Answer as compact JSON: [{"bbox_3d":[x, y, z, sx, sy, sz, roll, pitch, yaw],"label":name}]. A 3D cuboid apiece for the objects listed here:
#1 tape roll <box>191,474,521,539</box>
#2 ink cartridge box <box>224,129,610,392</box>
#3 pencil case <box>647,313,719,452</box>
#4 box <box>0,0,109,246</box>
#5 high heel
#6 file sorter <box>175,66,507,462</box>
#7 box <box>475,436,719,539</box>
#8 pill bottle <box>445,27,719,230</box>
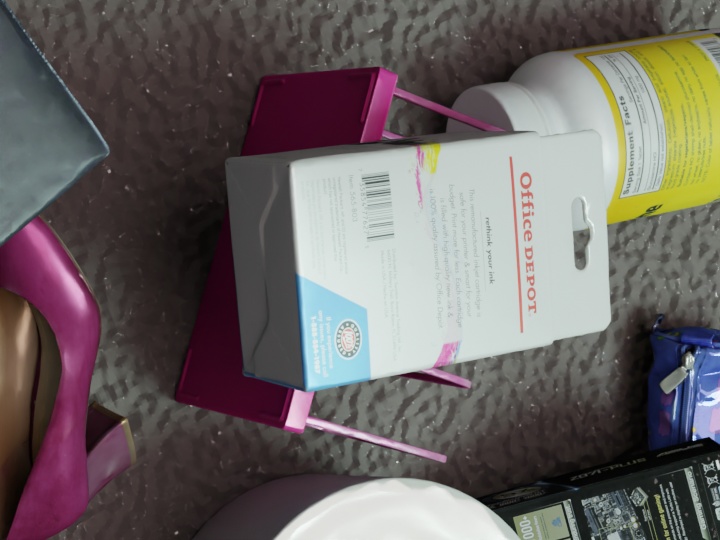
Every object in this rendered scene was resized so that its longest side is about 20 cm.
[{"bbox_3d":[-0.004,0.218,1.095,0.202,0.139,0.204,2,85,-21],"label":"tape roll"},{"bbox_3d":[0.034,-0.011,1.004,0.199,0.068,0.116,-9,99,-33],"label":"ink cartridge box"},{"bbox_3d":[0.220,0.133,1.269,0.087,0.078,0.201,12,86,-58],"label":"pencil case"},{"bbox_3d":[-0.258,-0.040,0.921,0.200,0.196,0.118,-44,113,-20],"label":"box"},{"bbox_3d":[-0.185,0.056,1.024,0.096,0.067,0.201,-38,123,-33],"label":"high heel"},{"bbox_3d":[0.000,0.000,1.104,0.125,0.139,0.201,18,84,-30],"label":"file sorter"},{"bbox_3d":[0.171,0.222,1.186,0.163,0.086,0.201,-16,89,3],"label":"box"},{"bbox_3d":[0.159,-0.087,1.205,0.199,0.112,0.113,-11,98,-28],"label":"pill bottle"}]
